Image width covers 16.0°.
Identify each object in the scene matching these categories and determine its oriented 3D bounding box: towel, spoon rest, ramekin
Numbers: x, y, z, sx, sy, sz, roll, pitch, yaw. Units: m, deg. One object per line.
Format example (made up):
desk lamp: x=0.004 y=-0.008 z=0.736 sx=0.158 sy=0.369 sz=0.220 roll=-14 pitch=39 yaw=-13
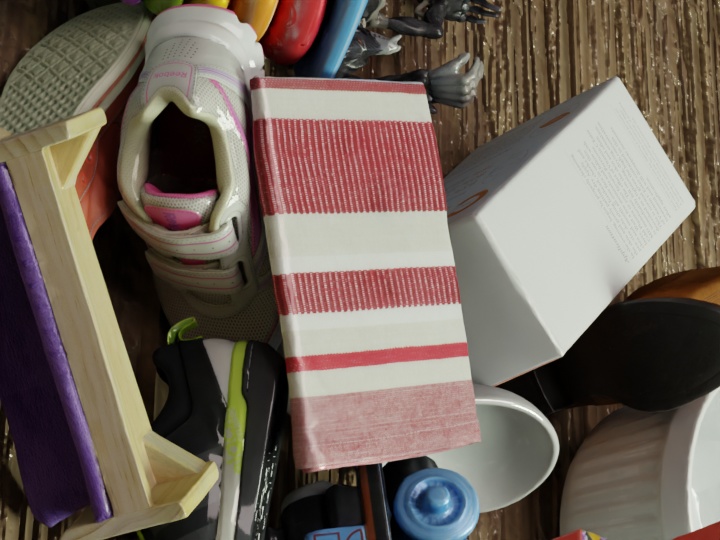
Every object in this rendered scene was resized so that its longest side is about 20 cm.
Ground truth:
towel: x=0.000 y=0.000 z=1.339 sx=0.144 sy=0.023 sz=0.201 roll=-2 pitch=83 yaw=-52
spoon rest: x=0.020 y=0.082 z=1.422 sx=0.199 sy=0.099 sz=0.061 roll=28 pitch=37 yaw=-22
ramekin: x=0.206 y=0.164 z=1.543 sx=0.200 sy=0.105 sz=0.201 roll=20 pitch=64 yaw=-48

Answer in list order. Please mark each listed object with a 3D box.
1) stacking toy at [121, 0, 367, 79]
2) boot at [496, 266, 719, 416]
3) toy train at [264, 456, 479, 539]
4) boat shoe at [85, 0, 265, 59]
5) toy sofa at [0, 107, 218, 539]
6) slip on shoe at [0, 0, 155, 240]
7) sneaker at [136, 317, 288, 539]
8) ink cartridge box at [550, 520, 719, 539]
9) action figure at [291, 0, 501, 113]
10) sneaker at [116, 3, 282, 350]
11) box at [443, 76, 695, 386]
stacking toy: x=-0.097 y=-0.170 z=1.343 sx=0.199 sy=0.110 sz=0.116 roll=8 pitch=45 yaw=-17
boot: x=0.195 y=0.037 z=1.558 sx=0.200 sy=0.188 sz=0.069 roll=-22 pitch=88 yaw=-49
toy train: x=0.012 y=0.185 z=1.334 sx=0.114 sy=0.087 sz=0.201 roll=-5 pitch=55 yaw=-5
boat shoe: x=-0.085 y=-0.116 z=1.419 sx=0.068 sy=0.075 sz=0.201 roll=-27 pitch=89 yaw=-45
toy sofa: x=-0.145 y=0.030 z=1.209 sx=0.083 sy=0.097 sz=0.201 roll=-53 pitch=127 yaw=-79
slip on shoe: x=-0.150 y=-0.065 z=1.332 sx=0.201 sy=0.074 sz=0.061 roll=-75 pitch=148 yaw=-40
sneaker: x=-0.091 y=0.125 z=1.301 sx=0.072 sy=0.082 sz=0.201 roll=79 pitch=20 yaw=-70
ink cartridge box: x=0.108 y=0.201 z=1.358 sx=0.050 sy=0.200 sz=0.110 roll=25 pitch=53 yaw=-38
action figure: x=0.023 y=-0.158 z=1.534 sx=0.200 sy=0.102 sz=0.119 roll=-45 pitch=133 yaw=-53
sneaker: x=-0.086 y=-0.030 z=1.322 sx=0.088 sy=0.081 sz=0.201 roll=-59 pitch=142 yaw=-61
box: x=0.092 y=-0.015 z=1.519 sx=0.098 sy=0.124 sz=0.200 roll=57 pitch=40 yaw=-8
